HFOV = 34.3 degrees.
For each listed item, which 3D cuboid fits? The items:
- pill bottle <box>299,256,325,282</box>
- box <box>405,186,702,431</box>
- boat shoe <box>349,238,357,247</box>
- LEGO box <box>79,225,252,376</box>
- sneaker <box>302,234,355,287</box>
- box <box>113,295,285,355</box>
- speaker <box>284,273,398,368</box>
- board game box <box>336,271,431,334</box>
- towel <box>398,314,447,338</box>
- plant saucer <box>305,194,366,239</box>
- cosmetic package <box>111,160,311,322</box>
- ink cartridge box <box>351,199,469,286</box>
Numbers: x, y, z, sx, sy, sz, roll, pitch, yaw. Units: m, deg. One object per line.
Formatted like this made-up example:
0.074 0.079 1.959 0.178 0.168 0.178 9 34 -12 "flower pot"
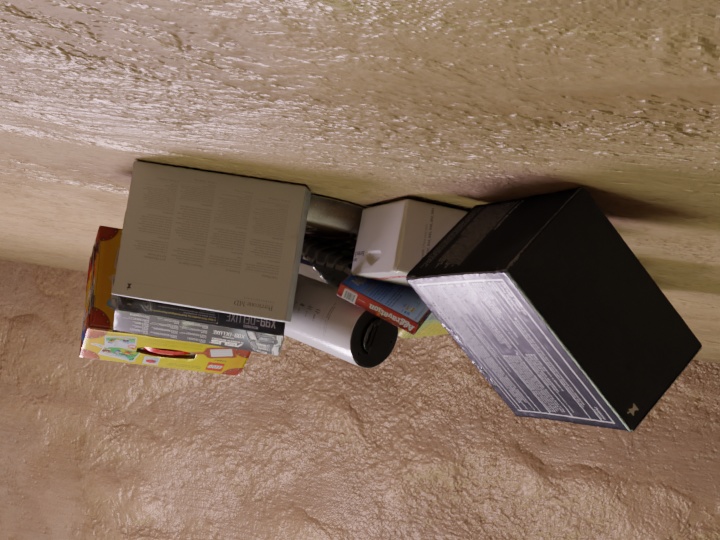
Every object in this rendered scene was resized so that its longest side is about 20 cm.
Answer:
-0.089 0.010 1.732 0.199 0.112 0.111 18 172 -18 "pill bottle"
0.182 0.039 1.122 0.200 0.123 0.198 50 161 -15 "box"
0.000 0.000 1.567 0.201 0.061 0.072 24 151 27 "boat shoe"
-0.237 0.039 1.448 0.199 0.150 0.077 9 145 -17 "LEGO box"
-0.034 0.019 1.516 0.075 0.116 0.200 -14 -148 -34 "sneaker"
-0.182 0.009 1.395 0.199 0.158 0.050 9 144 -8 "box"
-0.047 0.056 1.436 0.081 0.082 0.199 14 -178 -44 "speaker"
0.054 0.009 1.415 0.103 0.020 0.200 28 -152 10 "board game box"
0.143 0.052 1.595 0.143 0.023 0.200 -3 161 -20 "towel"
-0.079 -0.068 1.428 0.199 0.032 0.200 10 175 1 "plant saucer"
-0.165 -0.031 1.303 0.199 0.152 0.052 9 175 5 "cosmetic package"
0.109 -0.018 1.327 0.199 0.085 0.145 11 174 -20 "ink cartridge box"
